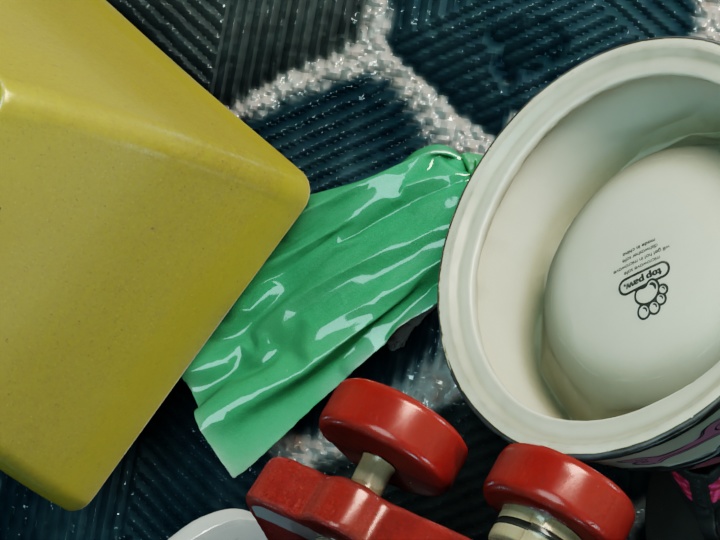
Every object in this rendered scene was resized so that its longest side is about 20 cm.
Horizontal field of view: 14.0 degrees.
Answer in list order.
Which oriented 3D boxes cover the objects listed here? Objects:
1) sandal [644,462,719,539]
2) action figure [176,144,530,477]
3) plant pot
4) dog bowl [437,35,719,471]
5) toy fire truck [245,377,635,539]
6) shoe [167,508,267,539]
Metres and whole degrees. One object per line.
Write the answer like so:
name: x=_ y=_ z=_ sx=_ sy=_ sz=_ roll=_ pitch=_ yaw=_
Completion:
sandal: x=0.171 y=0.059 z=1.320 sx=0.075 sy=0.045 sz=0.200 roll=24 pitch=99 yaw=35
action figure: x=0.000 y=0.000 z=1.402 sx=0.200 sy=0.055 sz=0.118 roll=-32 pitch=71 yaw=14
plant pot: x=-0.185 y=-0.036 z=1.388 sx=0.200 sy=0.176 sz=0.200 roll=42 pitch=99 yaw=36
dog bowl: x=0.134 y=0.000 z=1.307 sx=0.200 sy=0.074 sz=0.200 roll=-19 pitch=57 yaw=32
toy fire truck: x=0.043 y=0.146 z=1.311 sx=0.200 sy=0.168 sz=0.112 roll=21 pitch=71 yaw=22
shoe: x=-0.124 y=0.187 z=1.407 sx=0.200 sy=0.071 sz=0.091 roll=-51 pitch=28 yaw=-7
